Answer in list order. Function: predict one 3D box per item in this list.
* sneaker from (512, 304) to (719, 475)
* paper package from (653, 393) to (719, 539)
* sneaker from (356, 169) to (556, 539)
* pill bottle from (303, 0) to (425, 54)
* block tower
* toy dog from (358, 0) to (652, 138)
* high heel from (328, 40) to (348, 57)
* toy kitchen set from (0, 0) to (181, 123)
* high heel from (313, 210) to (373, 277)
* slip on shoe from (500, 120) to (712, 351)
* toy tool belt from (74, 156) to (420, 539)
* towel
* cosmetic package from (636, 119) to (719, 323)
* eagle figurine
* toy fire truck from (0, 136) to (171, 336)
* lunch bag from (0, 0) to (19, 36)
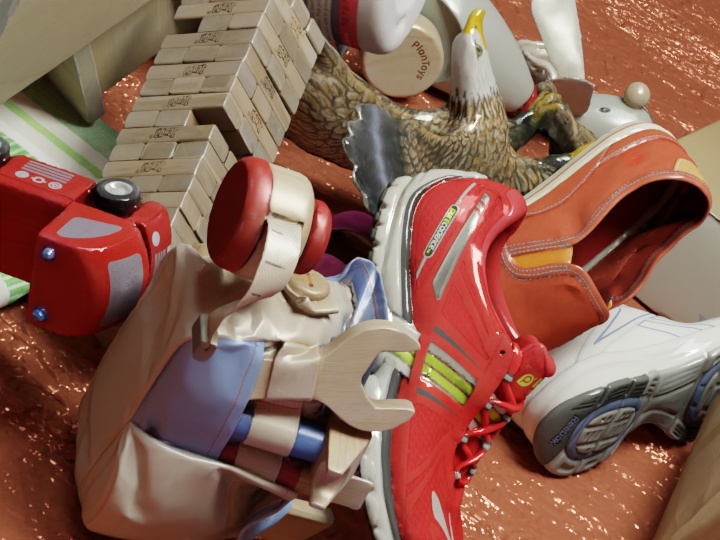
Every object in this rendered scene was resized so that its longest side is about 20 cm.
[{"bbox_3d":[0.139,0.044,1.459,0.199,0.075,0.087,-7,42,-49],"label":"sneaker"},{"bbox_3d":[0.249,0.137,1.362,0.191,0.103,0.200,44,29,-5],"label":"paper package"},{"bbox_3d":[0.044,0.054,1.243,0.084,0.201,0.077,0,-6,11],"label":"sneaker"},{"bbox_3d":[-0.059,-0.199,1.488,0.199,0.120,0.120,18,28,11],"label":"pill bottle"},{"bbox_3d":[-0.079,-0.050,1.314,0.054,0.058,0.201,59,40,-42],"label":"block tower"},{"bbox_3d":[0.091,-0.139,1.657,0.199,0.097,0.132,11,36,-33],"label":"toy dog"},{"bbox_3d":[-0.090,-0.169,1.556,0.200,0.072,0.143,36,27,-6],"label":"high heel"},{"bbox_3d":[-0.195,-0.173,1.341,0.163,0.200,0.180,-37,67,-17],"label":"toy kitchen set"},{"bbox_3d":[0.000,0.000,1.361,0.067,0.096,0.200,28,30,-7],"label":"high heel"},{"bbox_3d":[0.090,0.007,1.359,0.061,0.200,0.074,39,-14,49],"label":"slip on shoe"},{"bbox_3d":[-0.033,0.041,1.168,0.122,0.200,0.125,17,41,-21],"label":"toy tool belt"},{"bbox_3d":[-0.190,-0.052,1.336,0.152,0.023,0.200,37,28,7],"label":"towel"},{"bbox_3d":[0.225,-0.031,1.648,0.105,0.071,0.200,41,30,14],"label":"cosmetic package"},{"bbox_3d":[0.038,-0.062,1.441,0.199,0.152,0.152,-7,80,-31],"label":"eagle figurine"},{"bbox_3d":[-0.195,-0.014,1.181,0.199,0.049,0.141,20,30,15],"label":"toy fire truck"},{"bbox_3d":[-0.254,-0.119,1.140,0.199,0.118,0.165,16,50,4],"label":"lunch bag"}]
